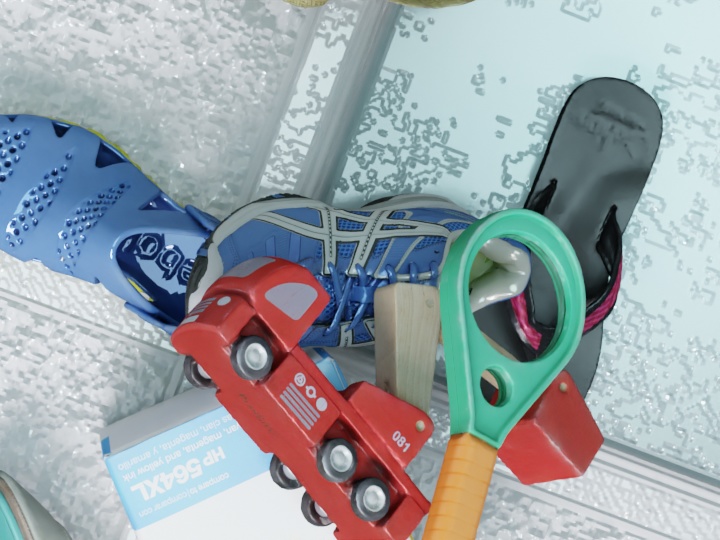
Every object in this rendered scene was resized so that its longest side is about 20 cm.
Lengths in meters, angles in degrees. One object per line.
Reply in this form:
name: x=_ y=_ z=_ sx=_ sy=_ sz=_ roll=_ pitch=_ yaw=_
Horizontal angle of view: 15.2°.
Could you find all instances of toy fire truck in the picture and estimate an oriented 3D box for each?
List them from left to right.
toy fire truck: x=0.015 y=0.055 z=1.286 sx=0.200 sy=0.049 sz=0.141 roll=51 pitch=57 yaw=-17

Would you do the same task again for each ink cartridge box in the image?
ink cartridge box: x=-0.037 y=0.153 z=1.366 sx=0.125 sy=0.129 sz=0.201 roll=-23 pitch=95 yaw=-5

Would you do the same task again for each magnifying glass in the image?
magnifying glass: x=0.060 y=0.063 z=1.273 sx=0.079 sy=0.022 sz=0.201 roll=30 pitch=64 yaw=-28

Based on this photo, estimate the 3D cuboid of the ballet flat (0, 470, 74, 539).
ballet flat: x=-0.149 y=0.194 z=1.399 sx=0.064 sy=0.067 sz=0.201 roll=-17 pitch=97 yaw=-32

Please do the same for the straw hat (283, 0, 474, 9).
straw hat: x=-0.030 y=-0.186 z=1.362 sx=0.201 sy=0.201 sz=0.085 roll=39 pitch=127 yaw=-7

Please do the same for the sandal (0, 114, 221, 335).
sandal: x=-0.123 y=-0.020 z=1.368 sx=0.200 sy=0.087 sz=0.080 roll=25 pitch=93 yaw=-6

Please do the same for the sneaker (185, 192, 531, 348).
sneaker: x=0.000 y=0.000 z=1.339 sx=0.200 sy=0.077 sz=0.076 roll=-15 pitch=111 yaw=-39

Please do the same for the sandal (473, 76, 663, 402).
sandal: x=0.107 y=-0.006 z=1.413 sx=0.075 sy=0.045 sz=0.201 roll=18 pitch=92 yaw=-7
